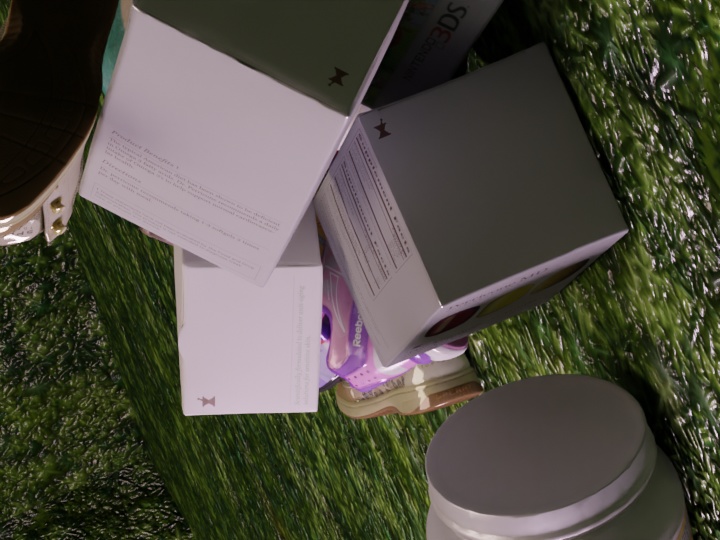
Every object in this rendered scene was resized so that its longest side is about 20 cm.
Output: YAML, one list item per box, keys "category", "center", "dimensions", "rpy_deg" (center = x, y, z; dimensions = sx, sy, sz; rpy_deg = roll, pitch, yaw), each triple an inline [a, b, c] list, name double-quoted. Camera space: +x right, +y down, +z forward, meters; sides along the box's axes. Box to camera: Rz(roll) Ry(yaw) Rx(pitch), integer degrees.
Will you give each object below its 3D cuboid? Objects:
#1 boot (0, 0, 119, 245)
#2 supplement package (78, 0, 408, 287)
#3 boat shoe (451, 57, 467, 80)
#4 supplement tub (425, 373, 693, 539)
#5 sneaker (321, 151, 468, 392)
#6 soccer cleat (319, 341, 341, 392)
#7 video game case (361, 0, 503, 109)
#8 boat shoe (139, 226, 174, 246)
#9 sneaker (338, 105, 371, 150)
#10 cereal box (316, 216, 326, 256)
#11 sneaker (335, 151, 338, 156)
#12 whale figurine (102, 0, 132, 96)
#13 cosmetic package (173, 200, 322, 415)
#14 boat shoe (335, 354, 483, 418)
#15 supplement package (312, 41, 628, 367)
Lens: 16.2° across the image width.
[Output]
- category: "boot"
  center: [-0.181, -0.059, 1.339]
  dimensions: [0.155, 0.072, 0.200]
  rpy_deg: [111, 174, -48]
- category: "supplement package"
  center: [-0.057, -0.101, 1.287]
  dimensions: [0.117, 0.118, 0.200]
  rpy_deg: [28, 152, -2]
- category: "boat shoe"
  center: [0.000, -0.187, 1.443]
  dimensions: [0.200, 0.072, 0.068]
  rpy_deg: [48, 157, 31]
- category: "supplement tub"
  center: [0.118, 0.174, 1.407]
  dimensions: [0.145, 0.145, 0.200]
  rpy_deg: [-131, 21, -56]
- category: "sneaker"
  center: [0.000, 0.000, 1.599]
  dimensions: [0.080, 0.088, 0.200]
  rpy_deg: [36, -156, -35]
- category: "soccer cleat"
  center: [-0.031, 0.040, 1.777]
  dimensions: [0.200, 0.073, 0.068]
  rpy_deg: [152, 123, -61]
- category: "video game case"
  center: [-0.031, -0.160, 1.318]
  dimensions: [0.200, 0.022, 0.182]
  rpy_deg: [25, 152, -6]
- category: "boat shoe"
  center: [-0.091, -0.021, 1.712]
  dimensions: [0.072, 0.060, 0.200]
  rpy_deg: [33, 177, 24]
- category: "sneaker"
  center: [0.002, -0.089, 1.541]
  dimensions: [0.070, 0.093, 0.200]
  rpy_deg: [47, 159, 60]
- category: "cereal box"
  center: [-0.055, -0.067, 1.843]
  dimensions: [0.144, 0.040, 0.200]
  rpy_deg: [37, -173, -35]
- category: "sneaker"
  center: [-0.062, -0.149, 1.781]
  dimensions: [0.200, 0.085, 0.077]
  rpy_deg: [45, -168, 10]
- category: "whale figurine"
  center: [-0.100, -0.151, 1.675]
  dimensions: [0.159, 0.104, 0.200]
  rpy_deg: [61, -147, -3]
- category: "cosmetic package"
  center: [-0.071, -0.012, 1.518]
  dimensions: [0.200, 0.085, 0.108]
  rpy_deg: [-100, 11, -56]
- category: "boat shoe"
  center: [0.031, 0.067, 1.811]
  dimensions: [0.200, 0.073, 0.063]
  rpy_deg: [-11, 97, 68]
- category: "supplement package"
  center: [0.054, -0.030, 1.370]
  dimensions: [0.200, 0.113, 0.110]
  rpy_deg: [123, 124, -77]
